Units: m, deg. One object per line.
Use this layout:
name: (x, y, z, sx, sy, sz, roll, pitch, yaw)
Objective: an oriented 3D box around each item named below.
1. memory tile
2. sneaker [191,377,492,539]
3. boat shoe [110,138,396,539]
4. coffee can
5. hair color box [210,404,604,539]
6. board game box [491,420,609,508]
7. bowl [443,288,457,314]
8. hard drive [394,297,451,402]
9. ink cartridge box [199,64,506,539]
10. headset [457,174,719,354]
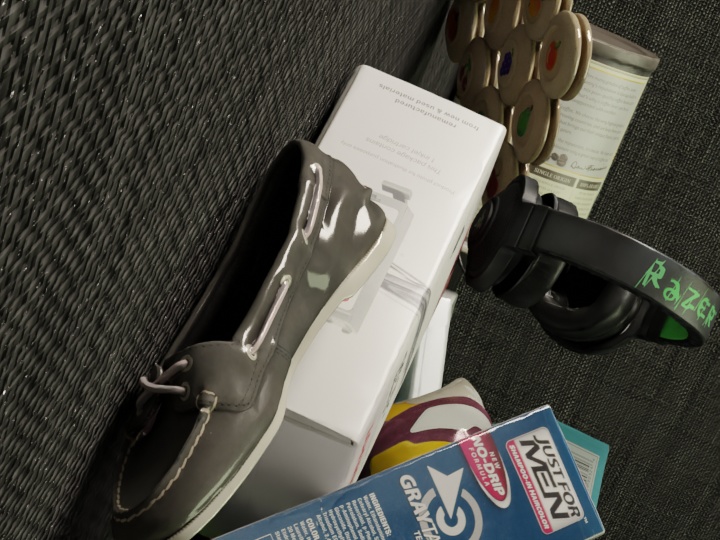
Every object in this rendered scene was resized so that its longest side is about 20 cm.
memory tile: (0.090, -0.141, 1.031, 0.153, 0.017, 0.200, 113, -23, -43)
sneaker: (-0.015, 0.125, 0.908, 0.200, 0.075, 0.090, -23, -149, 22)
boat shoe: (-0.052, 0.025, 0.663, 0.067, 0.057, 0.200, -21, -154, 43)
coffee can: (0.142, -0.113, 1.416, 0.146, 0.146, 0.200, -46, 159, -75)
hair color box: (-0.011, 0.123, 0.682, 0.200, 0.061, 0.100, -18, 170, -31)
board game box: (0.037, 0.165, 0.927, 0.200, 0.047, 0.151, -15, -126, 53)
bowl: (0.012, 0.107, 1.456, 0.200, 0.075, 0.200, 97, 18, -72)
hard drive: (0.018, 0.129, 1.102, 0.132, 0.026, 0.200, 130, -28, -65)
ink cartridge box: (-0.013, 0.026, 0.817, 0.147, 0.083, 0.200, 108, 8, -55)
headset: (0.108, -0.015, 0.914, 0.200, 0.123, 0.094, 14, -104, 50)
